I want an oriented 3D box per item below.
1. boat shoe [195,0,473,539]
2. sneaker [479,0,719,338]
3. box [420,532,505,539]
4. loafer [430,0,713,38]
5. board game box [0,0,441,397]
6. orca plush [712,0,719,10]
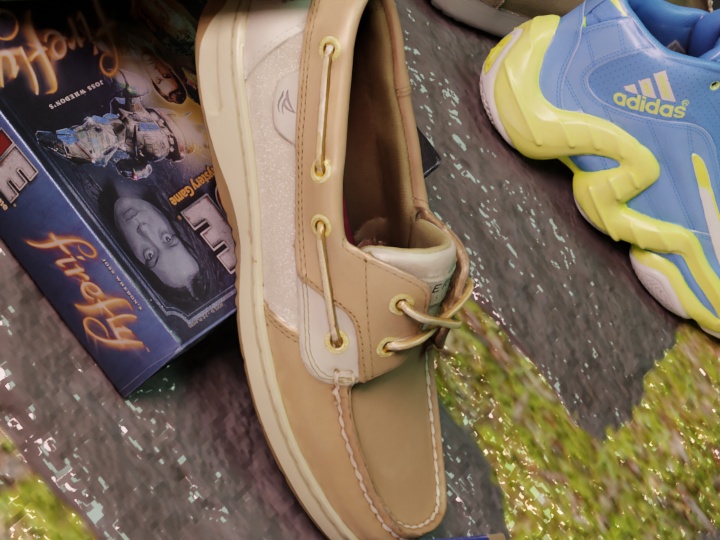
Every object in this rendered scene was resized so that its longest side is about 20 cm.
[{"bbox_3d":[0.000,0.000,0.725,0.074,0.066,0.201,-32,111,-56],"label":"boat shoe"},{"bbox_3d":[0.151,-0.049,0.964,0.200,0.105,0.076,37,37,-19],"label":"sneaker"},{"bbox_3d":[-0.003,0.145,0.676,0.199,0.032,0.122,3,57,-47],"label":"box"},{"bbox_3d":[0.109,-0.139,1.029,0.199,0.070,0.076,7,54,-46],"label":"loafer"},{"bbox_3d":[-0.063,-0.053,0.784,0.136,0.035,0.200,52,34,0],"label":"board game box"},{"bbox_3d":[0.190,-0.206,1.183,0.071,0.106,0.200,25,49,33],"label":"orca plush"}]
